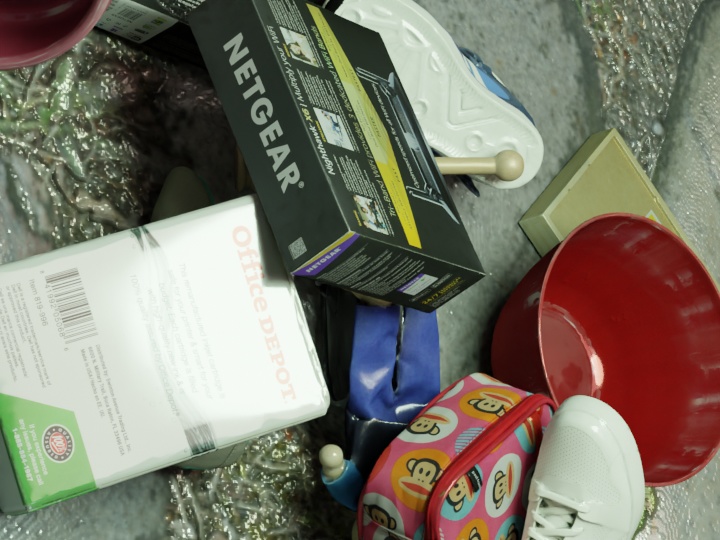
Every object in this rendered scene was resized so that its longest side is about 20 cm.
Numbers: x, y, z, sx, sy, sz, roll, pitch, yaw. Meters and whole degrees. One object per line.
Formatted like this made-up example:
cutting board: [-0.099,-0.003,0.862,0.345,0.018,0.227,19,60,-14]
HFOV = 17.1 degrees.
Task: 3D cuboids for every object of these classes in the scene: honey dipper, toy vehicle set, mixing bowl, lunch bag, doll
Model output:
honey dipper: [0.014,-0.073,1.638,0.200,0.038,0.038,-1,75,-6]
toy vehicle set: [0.215,0.003,1.871,0.200,0.027,0.124,55,49,-14]
mixing bowl: [0.169,0.067,1.752,0.200,0.108,0.200,12,71,-37]
lunch bag: [0.075,0.175,1.609,0.176,0.082,0.200,-39,136,-44]
doll: [0.024,0.103,1.608,0.136,0.048,0.200,-7,108,-40]

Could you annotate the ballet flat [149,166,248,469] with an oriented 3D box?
ballet flat: [-0.117,0.030,1.543,0.064,0.067,0.200,-4,80,-37]

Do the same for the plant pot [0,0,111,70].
plant pot: [-0.218,-0.250,1.469,0.200,0.200,0.179,48,35,-20]

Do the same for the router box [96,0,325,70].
router box: [-0.107,-0.217,1.636,0.200,0.051,0.149,20,62,-36]

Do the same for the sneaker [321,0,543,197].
sneaker: [0.042,-0.138,1.717,0.200,0.146,0.081,39,96,-15]

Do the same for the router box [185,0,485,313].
router box: [-0.015,-0.079,1.523,0.157,0.052,0.200,17,44,-53]

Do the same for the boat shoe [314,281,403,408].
boat shoe: [0.000,0.000,1.657,0.068,0.072,0.200,9,78,-41]

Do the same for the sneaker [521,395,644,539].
sneaker: [0.124,0.188,1.541,0.116,0.074,0.200,-37,137,-50]

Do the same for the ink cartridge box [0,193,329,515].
ink cartridge box: [-0.138,0.051,1.460,0.200,0.083,0.147,-16,87,-20]
